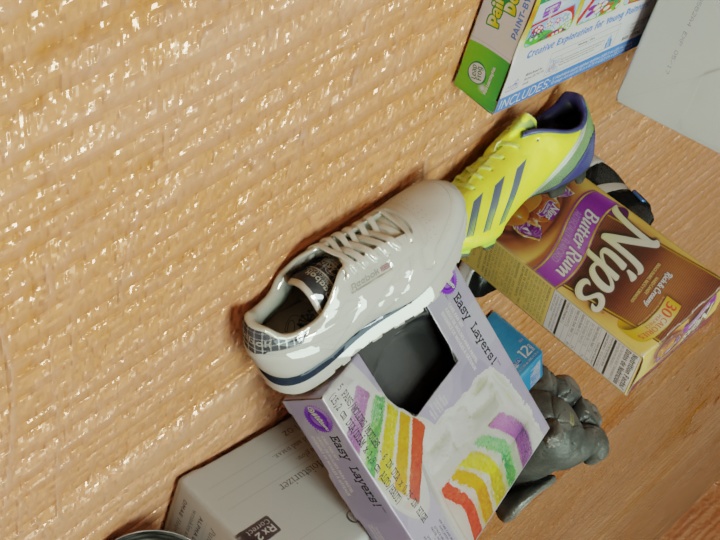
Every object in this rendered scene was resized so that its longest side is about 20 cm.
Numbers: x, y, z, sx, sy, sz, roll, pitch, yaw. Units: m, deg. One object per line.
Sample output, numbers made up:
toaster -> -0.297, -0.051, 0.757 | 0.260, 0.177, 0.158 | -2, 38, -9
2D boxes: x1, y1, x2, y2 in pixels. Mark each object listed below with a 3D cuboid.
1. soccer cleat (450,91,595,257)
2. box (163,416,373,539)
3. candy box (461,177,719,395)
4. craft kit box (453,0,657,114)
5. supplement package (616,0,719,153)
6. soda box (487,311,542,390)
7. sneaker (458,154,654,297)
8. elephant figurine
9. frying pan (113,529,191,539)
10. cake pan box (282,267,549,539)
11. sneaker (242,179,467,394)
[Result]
soccer cleat -> 0.110, -0.079, 1.062 | 0.199, 0.064, 0.084 | -32, 133, -33
box -> -0.057, 0.234, 1.121 | 0.198, 0.130, 0.201 | -27, 148, -44
candy box -> 0.182, -0.005, 1.108 | 0.116, 0.200, 0.057 | -35, 154, -31
craft kit box -> 0.167, -0.225, 0.953 | 0.199, 0.048, 0.198 | -28, 151, -42
supplement package -> 0.323, -0.203, 1.074 | 0.200, 0.150, 0.153 | -48, 162, -47
soda box -> 0.089, 0.139, 1.322 | 0.200, 0.068, 0.064 | -44, 157, -14
sneaker -> 0.186, -0.021, 1.203 | 0.200, 0.112, 0.073 | -38, 153, -27
elephant figurine -> 0.172, 0.213, 1.529 | 0.155, 0.142, 0.200 | 28, 120, -38
frying pan -> -0.183, 0.274, 1.011 | 0.190, 0.115, 0.031 | -47, -165, -1
cake pan box -> 0.048, 0.109, 1.051 | 0.184, 0.052, 0.201 | -48, 116, -39
sneaker -> 0.000, 0.000, 0.957 | 0.200, 0.076, 0.081 | -45, 147, -17
